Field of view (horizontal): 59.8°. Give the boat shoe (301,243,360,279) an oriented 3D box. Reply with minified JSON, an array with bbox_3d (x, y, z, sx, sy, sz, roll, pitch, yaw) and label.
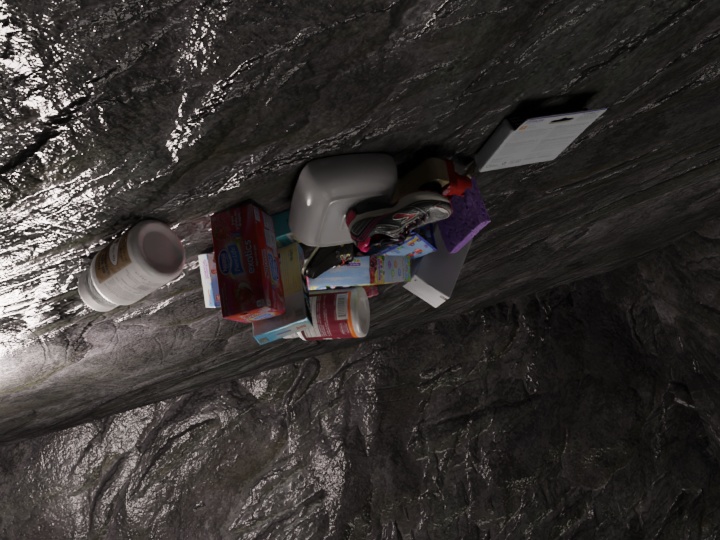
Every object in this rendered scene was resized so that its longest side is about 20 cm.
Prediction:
[{"bbox_3d":[-0.039,-0.044,1.289,0.201,0.063,0.074,-40,164,-34],"label":"boat shoe"}]

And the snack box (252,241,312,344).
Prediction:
[{"bbox_3d":[-0.164,0.042,1.269,0.114,0.202,0.037,-19,140,9],"label":"snack box"}]

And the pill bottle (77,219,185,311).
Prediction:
[{"bbox_3d":[-0.426,-0.002,1.152,0.198,0.116,0.114,-26,163,30],"label":"pill bottle"}]

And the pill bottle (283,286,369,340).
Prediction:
[{"bbox_3d":[-0.085,0.100,1.427,0.196,0.117,0.114,-5,169,16],"label":"pill bottle"}]

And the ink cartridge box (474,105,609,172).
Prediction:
[{"bbox_3d":[0.350,-0.270,1.232,0.196,0.041,0.200,-12,164,-21],"label":"ink cartridge box"}]

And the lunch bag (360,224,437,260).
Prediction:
[{"bbox_3d":[0.069,-0.090,1.517,0.149,0.096,0.199,-23,153,32],"label":"lunch bag"}]

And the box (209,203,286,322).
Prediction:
[{"bbox_3d":[-0.213,-0.010,1.191,0.094,0.204,0.100,-14,167,14],"label":"box"}]

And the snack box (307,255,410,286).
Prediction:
[{"bbox_3d":[0.000,0.000,1.437,0.166,0.069,0.199,-2,179,30],"label":"snack box"}]

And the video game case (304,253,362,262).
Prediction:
[{"bbox_3d":[-0.070,-0.026,1.585,0.141,0.018,0.199,-17,174,20],"label":"video game case"}]

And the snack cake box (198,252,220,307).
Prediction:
[{"bbox_3d":[-0.247,0.010,1.384,0.197,0.117,0.067,-9,-178,-32],"label":"snack cake box"}]

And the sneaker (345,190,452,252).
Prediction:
[{"bbox_3d":[0.075,-0.085,1.141,0.196,0.076,0.081,-16,150,-7],"label":"sneaker"}]

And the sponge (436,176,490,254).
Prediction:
[{"bbox_3d":[0.238,-0.126,1.489,0.029,0.113,0.200,-14,165,-19],"label":"sponge"}]

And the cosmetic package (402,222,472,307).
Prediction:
[{"bbox_3d":[0.201,-0.021,1.619,0.202,0.112,0.081,-61,-172,-29],"label":"cosmetic package"}]

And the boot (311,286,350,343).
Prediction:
[{"bbox_3d":[-0.058,0.114,1.561,0.159,0.074,0.200,0,138,14],"label":"boot"}]

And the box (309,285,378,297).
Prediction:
[{"bbox_3d":[-0.065,0.042,1.644,0.197,0.105,0.094,-17,174,23],"label":"box"}]

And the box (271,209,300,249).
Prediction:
[{"bbox_3d":[-0.130,-0.093,1.301,0.197,0.050,0.082,-18,166,3],"label":"box"}]

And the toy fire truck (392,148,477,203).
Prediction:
[{"bbox_3d":[0.153,-0.166,1.274,0.197,0.131,0.175,6,155,-36],"label":"toy fire truck"}]

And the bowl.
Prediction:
[{"bbox_3d":[-0.025,-0.120,1.173,0.196,0.075,0.201,-10,145,-26],"label":"bowl"}]
